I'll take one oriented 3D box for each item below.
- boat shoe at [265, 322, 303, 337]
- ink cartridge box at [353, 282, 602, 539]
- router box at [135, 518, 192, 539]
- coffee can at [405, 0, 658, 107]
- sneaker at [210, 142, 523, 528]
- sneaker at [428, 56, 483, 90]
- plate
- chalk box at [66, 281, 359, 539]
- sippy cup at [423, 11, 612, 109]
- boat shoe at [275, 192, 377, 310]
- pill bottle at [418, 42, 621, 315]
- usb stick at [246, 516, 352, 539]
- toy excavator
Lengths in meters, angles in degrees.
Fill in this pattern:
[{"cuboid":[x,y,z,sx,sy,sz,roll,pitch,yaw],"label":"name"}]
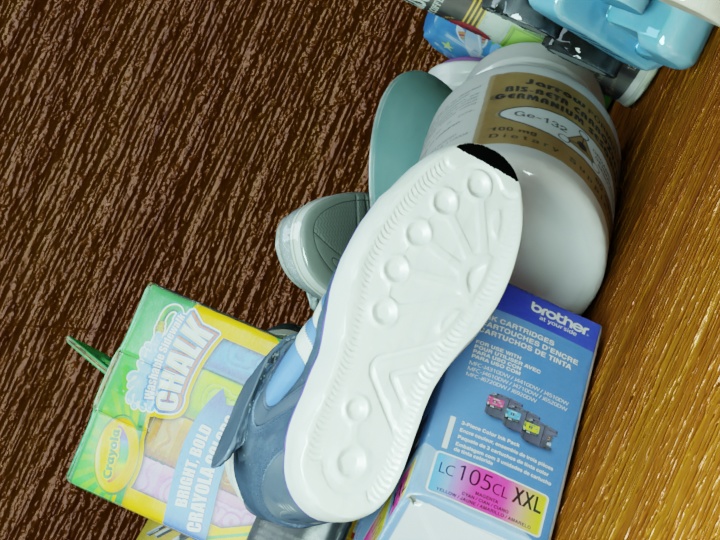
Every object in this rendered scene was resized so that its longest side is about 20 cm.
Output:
[{"cuboid":[-0.022,0.099,1.790,0.066,0.074,0.200,-76,-34,-46],"label":"boat shoe"},{"cuboid":[0.054,0.098,1.312,0.200,0.076,0.137,-67,4,-49],"label":"ink cartridge box"},{"cuboid":[-0.069,0.202,1.623,0.200,0.052,0.158,29,87,51],"label":"router box"},{"cuboid":[0.105,-0.207,1.586,0.146,0.199,0.147,-156,90,-87],"label":"coffee can"},{"cuboid":[-0.005,0.032,1.282,0.201,0.080,0.146,-66,19,-11],"label":"sneaker"},{"cuboid":[0.073,-0.054,1.741,0.200,0.075,0.100,69,-159,-58],"label":"sneaker"},{"cuboid":[0.060,-0.024,1.569,0.025,0.201,0.200,-12,34,26],"label":"plate"},{"cuboid":[-0.077,0.091,1.462,0.124,0.199,0.124,-67,-20,-4],"label":"chalk box"},{"cuboid":[0.116,-0.171,1.738,0.140,0.130,0.178,-83,18,-80],"label":"sippy cup"},{"cuboid":[0.000,-0.002,1.540,0.202,0.065,0.075,5,-105,-64],"label":"boat shoe"},{"cuboid":[0.089,-0.051,1.467,0.200,0.114,0.115,-72,7,-62],"label":"pill bottle"},{"cuboid":[-0.010,0.086,1.357,0.033,0.055,0.201,28,-96,-53],"label":"usb stick"},{"cuboid":[0.157,-0.156,1.382,0.194,0.200,0.100,23,-89,-50],"label":"toy excavator"}]
